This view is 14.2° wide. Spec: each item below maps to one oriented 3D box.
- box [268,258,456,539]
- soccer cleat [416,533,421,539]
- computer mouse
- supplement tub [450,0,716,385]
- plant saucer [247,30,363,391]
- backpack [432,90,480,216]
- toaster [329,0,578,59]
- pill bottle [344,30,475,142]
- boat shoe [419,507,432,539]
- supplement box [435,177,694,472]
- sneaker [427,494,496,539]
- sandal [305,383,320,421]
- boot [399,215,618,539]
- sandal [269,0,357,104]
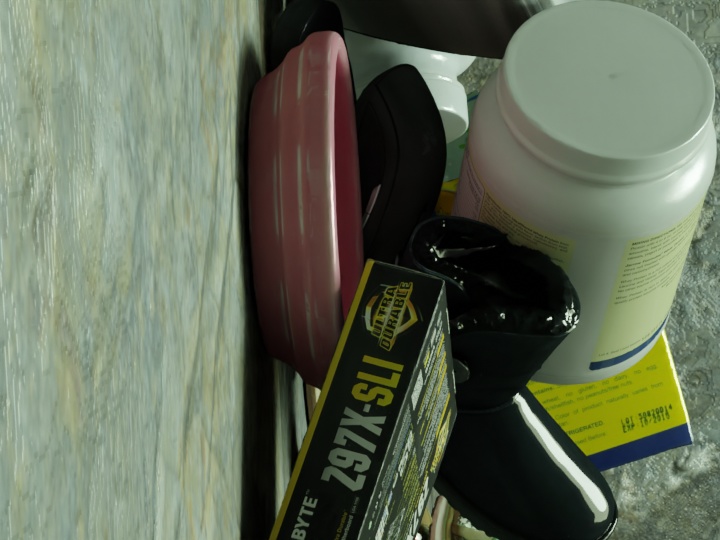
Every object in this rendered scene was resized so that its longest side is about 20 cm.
[{"bbox_3d":[0.000,0.119,1.530,0.160,0.049,0.201,84,22,-62],"label":"box"},{"bbox_3d":[0.002,0.174,1.772,0.077,0.066,0.201,-58,147,-35],"label":"soccer cleat"},{"bbox_3d":[0.033,-0.027,1.752,0.140,0.046,0.201,-13,122,-55],"label":"computer mouse"},{"bbox_3d":[0.128,-0.045,1.695,0.201,0.144,0.146,101,-8,-50],"label":"supplement tub"},{"bbox_3d":[-0.030,-0.030,1.593,0.201,0.050,0.202,-2,90,-86],"label":"plant saucer"},{"bbox_3d":[0.090,-0.020,2.031,0.178,0.150,0.201,-4,71,-86],"label":"backpack"},{"bbox_3d":[0.051,-0.223,1.725,0.119,0.180,0.201,49,56,-64],"label":"toaster"},{"bbox_3d":[0.019,-0.182,1.850,0.112,0.111,0.201,74,10,-72],"label":"pill bottle"},{"bbox_3d":[0.011,0.185,1.933,0.200,0.071,0.077,-83,158,-66],"label":"boat shoe"},{"bbox_3d":[0.129,0.027,1.876,0.110,0.108,0.201,-158,-128,-80],"label":"supplement box"},{"bbox_3d":[0.089,0.209,1.913,0.077,0.088,0.202,0,97,-78],"label":"sneaker"},{"bbox_3d":[0.000,0.000,1.834,0.078,0.069,0.213,51,36,-83],"label":"sandal"},{"bbox_3d":[0.088,0.069,1.664,0.077,0.200,0.168,-54,179,-37],"label":"boot"},{"bbox_3d":[-0.013,-0.074,1.730,0.076,0.043,0.201,-59,151,-31],"label":"sandal"}]
